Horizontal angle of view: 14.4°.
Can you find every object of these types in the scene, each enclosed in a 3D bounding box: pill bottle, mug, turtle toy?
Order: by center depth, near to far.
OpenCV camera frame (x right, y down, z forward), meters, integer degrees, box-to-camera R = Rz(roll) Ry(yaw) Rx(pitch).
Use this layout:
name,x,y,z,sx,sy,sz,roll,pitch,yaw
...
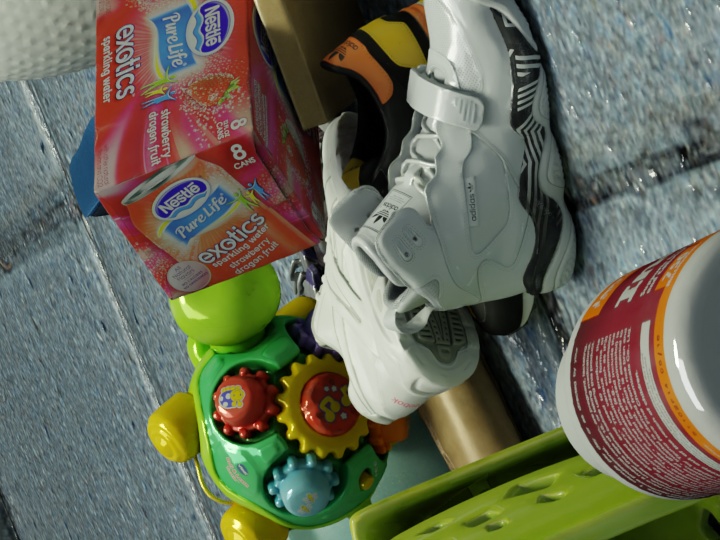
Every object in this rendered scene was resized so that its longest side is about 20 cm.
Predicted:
name,x,y,z,sx,sy,sz,roll,pitch,yaw
pill bottle,0.159,0.045,1.296,0.113,0.113,0.200,66,162,3
turtle toy,-0.050,0.071,1.727,0.200,0.146,0.101,53,151,-5
mug,-0.221,-0.202,2.002,0.148,0.175,0.200,65,162,6

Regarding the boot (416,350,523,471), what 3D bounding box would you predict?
name,x,y,z,sx,sy,sz,roll,pitch,yaw
boot,0.074,0.097,1.691,0.201,0.066,0.175,64,162,14

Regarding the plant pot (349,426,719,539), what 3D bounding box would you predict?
name,x,y,z,sx,sy,sz,roll,pitch,yaw
plant pot,0.111,0.193,1.497,0.181,0.199,0.200,-143,33,-68

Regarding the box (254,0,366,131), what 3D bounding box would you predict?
name,x,y,z,sx,sy,sz,roll,pitch,yaw
box,-0.043,-0.188,1.619,0.163,0.021,0.201,-48,-61,-72

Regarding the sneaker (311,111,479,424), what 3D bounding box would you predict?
name,x,y,z,sx,sy,sz,roll,pitch,yaw
sneaker,0.000,0.000,1.669,0.099,0.078,0.201,-43,45,39

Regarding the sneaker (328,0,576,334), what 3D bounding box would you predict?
name,x,y,z,sx,sy,sz,roll,pitch,yaw
sneaker,0.041,-0.063,1.505,0.075,0.114,0.201,31,140,60

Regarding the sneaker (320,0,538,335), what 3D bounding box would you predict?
name,x,y,z,sx,sy,sz,roll,pitch,yaw
sneaker,0.033,-0.048,1.587,0.070,0.090,0.201,29,138,63

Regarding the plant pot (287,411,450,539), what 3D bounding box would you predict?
name,x,y,z,sx,sy,sz,roll,pitch,yaw
plant pot,-0.002,0.162,1.876,0.201,0.134,0.201,54,158,34

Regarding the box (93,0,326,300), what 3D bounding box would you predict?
name,x,y,z,sx,sy,sz,roll,pitch,yaw
box,-0.085,-0.095,1.596,0.201,0.099,0.096,-94,-21,-47

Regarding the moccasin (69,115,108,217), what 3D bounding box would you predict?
name,x,y,z,sx,sy,sz,roll,pitch,yaw
moccasin,-0.173,-0.091,2.185,0.200,0.068,0.081,166,89,-71

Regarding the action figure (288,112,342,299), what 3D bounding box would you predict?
name,x,y,z,sx,sy,sz,roll,pitch,yaw
action figure,-0.026,-0.044,1.808,0.130,0.069,0.201,-121,21,-53
